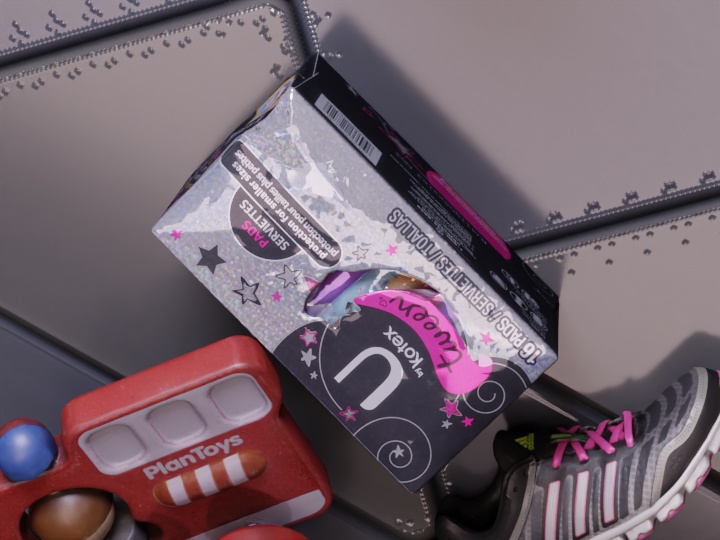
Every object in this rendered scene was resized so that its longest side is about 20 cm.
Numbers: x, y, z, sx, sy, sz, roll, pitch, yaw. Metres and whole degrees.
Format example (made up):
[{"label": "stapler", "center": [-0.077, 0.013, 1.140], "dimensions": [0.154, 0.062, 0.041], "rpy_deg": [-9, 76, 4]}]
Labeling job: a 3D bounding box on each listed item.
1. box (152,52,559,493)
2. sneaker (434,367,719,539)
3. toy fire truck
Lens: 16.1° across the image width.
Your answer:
[{"label": "box", "center": [0.000, 0.000, 1.375], "dimensions": [0.200, 0.132, 0.115], "rpy_deg": [44, 103, -6]}, {"label": "sneaker", "center": [0.119, 0.112, 1.422], "dimensions": [0.200, 0.074, 0.087], "rpy_deg": [-41, 103, 19]}, {"label": "toy fire truck", "center": [-0.119, 0.118, 1.393], "dimensions": [0.199, 0.113, 0.168], "rpy_deg": [-20, 136, 10]}]
